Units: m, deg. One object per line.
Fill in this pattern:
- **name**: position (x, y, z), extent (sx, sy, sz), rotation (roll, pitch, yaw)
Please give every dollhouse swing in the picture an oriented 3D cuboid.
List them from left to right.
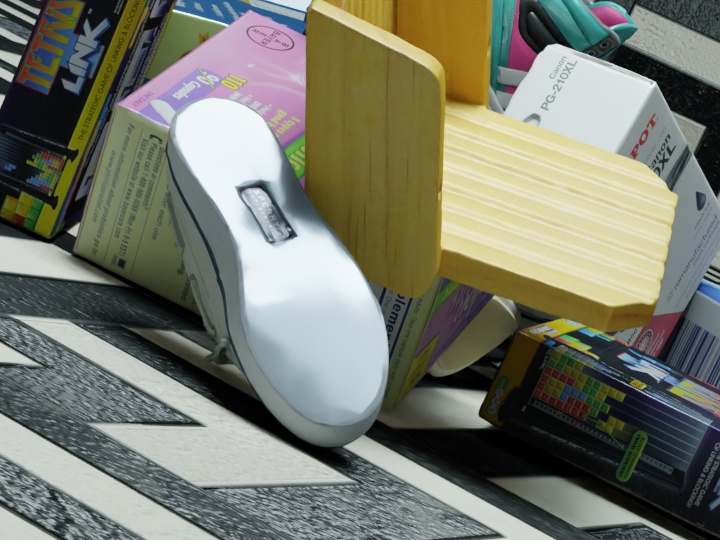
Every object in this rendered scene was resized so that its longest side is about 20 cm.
- **dollhouse swing**: position (0.074, -0.088, 1.417), extent (0.176, 0.182, 0.200), rotation (6, 27, 9)

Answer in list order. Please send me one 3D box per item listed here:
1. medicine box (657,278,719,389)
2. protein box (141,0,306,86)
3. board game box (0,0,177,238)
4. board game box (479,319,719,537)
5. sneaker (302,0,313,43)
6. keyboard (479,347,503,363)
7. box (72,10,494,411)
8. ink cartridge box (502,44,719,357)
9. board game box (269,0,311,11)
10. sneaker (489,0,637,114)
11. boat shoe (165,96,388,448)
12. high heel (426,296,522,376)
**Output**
- **medicine box**: position (0.294, 0.094, 1.874), extent (0.200, 0.103, 0.182), rotation (20, 9, -34)
- **protein box**: position (-0.060, -0.094, 1.773), extent (0.200, 0.135, 0.199), rotation (15, 11, -13)
- **board game box**: position (-0.149, -0.126, 1.565), extent (0.057, 0.200, 0.165), rotation (23, 6, -2)
- **board game box**: position (0.167, 0.088, 1.595), extent (0.165, 0.057, 0.200), rotation (25, 7, 10)
- **sneaker**: position (0.024, -0.111, 1.635), extent (0.077, 0.200, 0.085), rotation (-1, 32, 23)
- **keyboard**: position (0.007, 0.020, 1.772), extent (0.127, 0.021, 0.200), rotation (28, 7, 26)
- **box**: position (-0.023, -0.038, 1.527), extent (0.200, 0.097, 0.176), rotation (27, 30, 12)
- **ink cartridge box**: position (0.145, -0.027, 1.770), extent (0.084, 0.145, 0.200), rotation (23, -16, 31)
- **board game box**: position (-0.071, -0.147, 1.953), extent (0.196, 0.200, 0.056), rotation (13, -32, -12)
- **sneaker**: position (0.132, -0.125, 1.844), extent (0.200, 0.121, 0.084), rotation (63, 4, -25)
- **boat shoe**: position (-0.049, 0.017, 1.339), extent (0.075, 0.086, 0.202), rotation (-13, 55, -24)
- **high heel**: position (0.000, 0.000, 1.652), extent (0.143, 0.071, 0.200), rotation (37, 21, 34)
